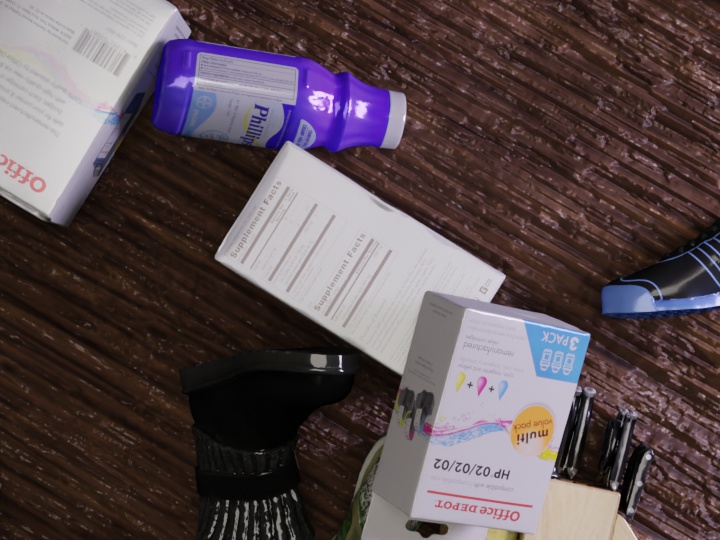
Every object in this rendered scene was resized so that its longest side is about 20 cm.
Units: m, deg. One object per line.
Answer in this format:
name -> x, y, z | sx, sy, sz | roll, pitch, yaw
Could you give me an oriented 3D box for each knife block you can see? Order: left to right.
knife block -> 0.153, 0.196, 1.352 | 0.200, 0.064, 0.176 | -33, 86, 1

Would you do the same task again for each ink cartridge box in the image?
ink cartridge box -> -0.253, -0.156, 1.369 | 0.145, 0.088, 0.200 | 31, 87, 3
ink cartridge box -> 0.084, 0.126, 1.260 | 0.115, 0.068, 0.200 | 12, 96, -27

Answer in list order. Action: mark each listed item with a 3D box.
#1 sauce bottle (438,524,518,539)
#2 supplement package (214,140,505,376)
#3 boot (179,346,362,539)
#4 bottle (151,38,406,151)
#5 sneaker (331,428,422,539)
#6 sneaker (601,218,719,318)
sauce bottle -> 0.085, 0.257, 1.351 | 0.065, 0.065, 0.200 | 11, 87, 2
supplement package -> 0.000, 0.000, 1.340 | 0.200, 0.114, 0.110 | 32, 88, 4
boot -> -0.063, 0.141, 1.312 | 0.079, 0.211, 0.158 | -3, 83, -35
bottle -> -0.065, -0.134, 1.357 | 0.200, 0.084, 0.065 | 8, 62, -13
sneaker -> 0.008, 0.222, 1.343 | 0.077, 0.089, 0.200 | 17, 89, 2
sneaker -> 0.286, -0.009, 1.357 | 0.200, 0.070, 0.078 | -8, 84, -5
